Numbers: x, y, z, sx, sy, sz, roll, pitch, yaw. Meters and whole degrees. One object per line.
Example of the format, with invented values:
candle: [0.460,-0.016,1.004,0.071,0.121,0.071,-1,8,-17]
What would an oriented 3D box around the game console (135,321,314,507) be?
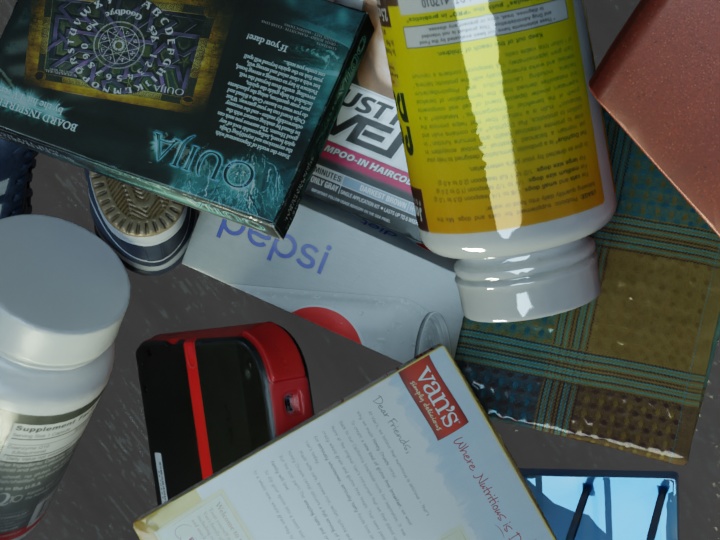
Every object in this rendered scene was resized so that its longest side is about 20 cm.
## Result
game console: [-0.075,0.134,1.213,0.177,0.031,0.200,-8,90,59]

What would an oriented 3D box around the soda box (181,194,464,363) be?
soda box: [0.000,0.000,1.207,0.200,0.063,0.068,24,109,6]

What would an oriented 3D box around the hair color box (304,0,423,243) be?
hair color box: [0.031,-0.129,1.170,0.099,0.061,0.200,22,107,7]

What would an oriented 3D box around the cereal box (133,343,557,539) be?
cereal box: [-0.004,0.150,1.115,0.200,0.040,0.144,-29,90,-1]

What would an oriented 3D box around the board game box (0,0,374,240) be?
board game box: [-0.109,-0.111,1.140,0.200,0.028,0.135,20,78,15]

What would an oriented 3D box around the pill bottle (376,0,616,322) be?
pill bottle: [0.076,-0.078,1.083,0.109,0.109,0.200,-8,102,15]

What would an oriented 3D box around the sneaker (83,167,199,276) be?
sneaker: [-0.140,-0.093,1.218,0.070,0.109,0.200,-9,69,-4]

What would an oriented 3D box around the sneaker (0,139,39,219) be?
sneaker: [-0.225,-0.036,1.254,0.084,0.075,0.200,39,115,-5]

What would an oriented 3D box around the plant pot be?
plant pot: [0.233,-0.112,1.051,0.176,0.200,0.200,-42,91,19]

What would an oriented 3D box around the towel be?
towel: [0.139,-0.002,1.151,0.146,0.022,0.200,13,84,4]

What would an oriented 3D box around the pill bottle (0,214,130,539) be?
pill bottle: [-0.216,0.068,1.220,0.114,0.114,0.200,32,129,4]

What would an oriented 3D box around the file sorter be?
file sorter: [0.087,0.204,1.207,0.200,0.123,0.139,0,104,13]
